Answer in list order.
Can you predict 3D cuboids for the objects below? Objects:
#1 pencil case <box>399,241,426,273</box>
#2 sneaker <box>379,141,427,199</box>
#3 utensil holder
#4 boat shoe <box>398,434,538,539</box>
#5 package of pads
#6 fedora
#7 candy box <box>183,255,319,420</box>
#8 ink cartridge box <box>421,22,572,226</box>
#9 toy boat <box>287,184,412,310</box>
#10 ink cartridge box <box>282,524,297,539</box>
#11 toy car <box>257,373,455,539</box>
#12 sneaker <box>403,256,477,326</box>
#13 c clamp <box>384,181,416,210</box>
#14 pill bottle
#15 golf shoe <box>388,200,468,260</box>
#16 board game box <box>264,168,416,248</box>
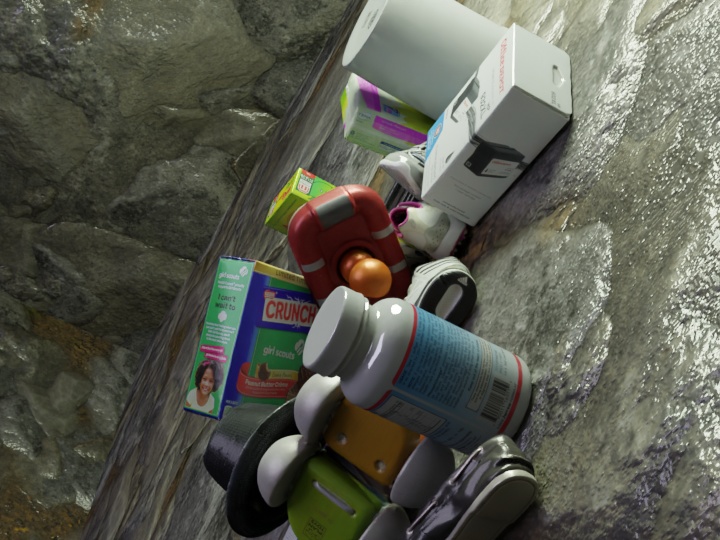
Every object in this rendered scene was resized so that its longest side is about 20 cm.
[{"bbox_3d":[0.014,0.044,1.381,0.200,0.078,0.089,-61,21,12],"label":"pencil case"},{"bbox_3d":[0.085,-0.151,1.362,0.082,0.075,0.200,-51,-7,16],"label":"sneaker"},{"bbox_3d":[0.097,-0.318,1.459,0.170,0.200,0.170,-55,18,28],"label":"utensil holder"},{"bbox_3d":[0.081,0.226,0.888,0.200,0.067,0.057,-50,30,23],"label":"boat shoe"},{"bbox_3d":[0.052,-0.234,1.559,0.200,0.154,0.068,-96,28,-62],"label":"package of pads"},{"bbox_3d":[-0.115,0.211,1.176,0.201,0.092,0.201,-44,-33,-39],"label":"fedora"},{"bbox_3d":[-0.124,0.097,1.290,0.077,0.169,0.200,6,82,38],"label":"candy box"},{"bbox_3d":[0.163,-0.177,1.231,0.200,0.084,0.145,-51,20,40],"label":"ink cartridge box"},{"bbox_3d":[0.000,0.000,1.246,0.130,0.200,0.131,-27,26,-7],"label":"toy boat"},{"bbox_3d":[-0.048,0.296,1.264,0.200,0.037,0.095,-63,16,-6],"label":"ink cartridge box"},{"bbox_3d":[0.005,0.205,1.058,0.200,0.175,0.150,-61,-19,12],"label":"toy car"},{"bbox_3d":[0.067,0.068,1.214,0.201,0.076,0.115,-51,10,15],"label":"sneaker"},{"bbox_3d":[0.054,-0.106,1.600,0.200,0.027,0.171,-63,21,0],"label":"c clamp"},{"bbox_3d":[0.052,0.093,0.946,0.109,0.200,0.109,-55,18,27],"label":"pill bottle"},{"bbox_3d":[0.076,-0.068,1.336,0.075,0.091,0.200,-64,14,3],"label":"golf shoe"},{"bbox_3d":[-0.026,-0.062,1.449,0.102,0.200,0.048,-42,27,54],"label":"board game box"}]
